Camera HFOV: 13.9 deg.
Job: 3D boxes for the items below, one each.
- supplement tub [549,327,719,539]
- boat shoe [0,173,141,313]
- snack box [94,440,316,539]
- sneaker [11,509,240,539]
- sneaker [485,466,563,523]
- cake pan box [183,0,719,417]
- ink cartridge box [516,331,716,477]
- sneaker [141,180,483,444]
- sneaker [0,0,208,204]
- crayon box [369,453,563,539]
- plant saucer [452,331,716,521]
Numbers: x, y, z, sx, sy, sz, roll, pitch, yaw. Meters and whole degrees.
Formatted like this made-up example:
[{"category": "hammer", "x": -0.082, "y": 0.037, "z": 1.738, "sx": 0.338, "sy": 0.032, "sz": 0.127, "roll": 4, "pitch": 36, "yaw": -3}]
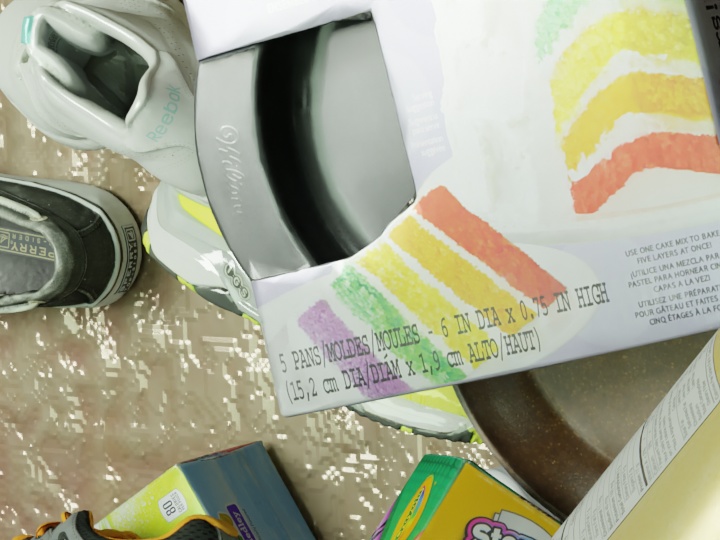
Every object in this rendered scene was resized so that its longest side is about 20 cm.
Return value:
[{"category": "supplement tub", "x": 0.137, "y": 0.100, "z": 0.923, "sx": 0.145, "sy": 0.145, "sz": 0.200, "roll": 45, "pitch": 117, "yaw": 19}, {"category": "boat shoe", "x": -0.192, "y": -0.017, "z": 1.275, "sx": 0.200, "sy": 0.064, "sz": 0.071, "roll": 3, "pitch": 98, "yaw": 31}, {"category": "snack box", "x": -0.084, "y": 0.195, "z": 1.235, "sx": 0.200, "sy": 0.068, "sz": 0.169, "roll": -38, "pitch": 76, "yaw": 31}, {"category": "sneaker", "x": -0.119, "y": 0.133, "z": 1.176, "sx": 0.200, "sy": 0.078, "sz": 0.077, "roll": 1, "pitch": 68, "yaw": 37}, {"category": "sneaker", "x": 0.025, "y": 0.172, "z": 1.116, "sx": 0.075, "sy": 0.115, "sz": 0.200, "roll": -9, "pitch": 78, "yaw": 61}, {"category": "cake pan box", "x": 0.038, "y": -0.056, "z": 1.009, "sx": 0.200, "sy": 0.052, "sz": 0.185, "roll": -11, "pitch": 90, "yaw": 31}, {"category": "ink cartridge box", "x": 0.101, "y": -0.038, "z": 1.087, "sx": 0.200, "sy": 0.075, "sz": 0.165, "roll": 50, "pitch": 117, "yaw": 15}, {"category": "sneaker", "x": 0.000, "y": 0.000, "z": 1.154, "sx": 0.200, "sy": 0.075, "sz": 0.077, "roll": 32, "pitch": 112, "yaw": 23}, {"category": "sneaker", "x": -0.106, "y": -0.084, "z": 1.170, "sx": 0.200, "sy": 0.088, "sz": 0.075, "roll": 26, "pitch": 93, "yaw": 51}, {"category": "crayon box", "x": 0.079, "y": 0.168, "z": 1.057, "sx": 0.200, "sy": 0.058, "sz": 0.119, "roll": 34, "pitch": 81, "yaw": -9}, {"category": "plant saucer", "x": 0.118, "y": 0.002, "z": 1.020, "sx": 0.200, "sy": 0.034, "sz": 0.201, "roll": 5, "pitch": 99, "yaw": 28}]
